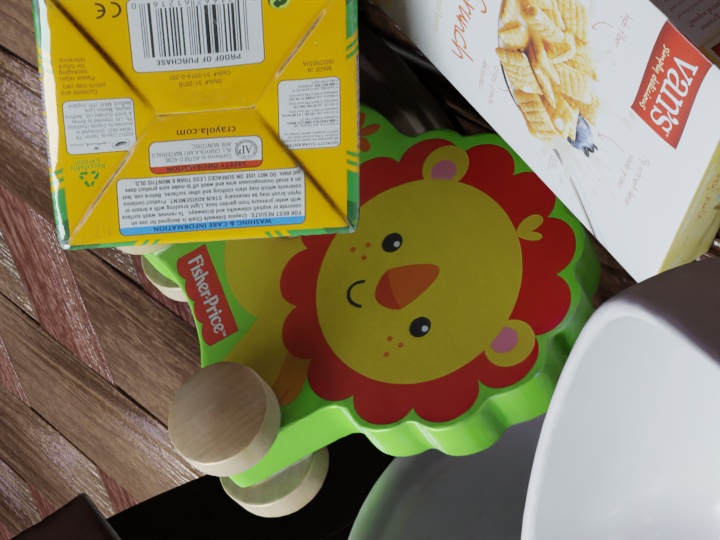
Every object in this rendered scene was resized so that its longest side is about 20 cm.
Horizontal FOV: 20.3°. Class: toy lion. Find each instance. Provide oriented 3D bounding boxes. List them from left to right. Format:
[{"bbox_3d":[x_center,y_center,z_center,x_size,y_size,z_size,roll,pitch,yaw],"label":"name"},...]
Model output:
[{"bbox_3d":[0.000,0.000,0.860,0.069,0.192,0.200,51,-169,-53],"label":"toy lion"}]

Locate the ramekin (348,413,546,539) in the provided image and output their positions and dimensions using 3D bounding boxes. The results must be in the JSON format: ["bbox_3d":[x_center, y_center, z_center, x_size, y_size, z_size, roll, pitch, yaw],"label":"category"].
[{"bbox_3d":[0.099,0.147,0.823,0.200,0.200,0.105,37,159,40],"label":"ramekin"}]

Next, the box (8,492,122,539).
[{"bbox_3d":[-0.182,0.262,1.071,0.164,0.200,0.166,48,155,21],"label":"box"}]

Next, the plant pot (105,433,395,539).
[{"bbox_3d":[0.000,0.192,1.101,0.200,0.177,0.200,11,130,61],"label":"plant pot"}]

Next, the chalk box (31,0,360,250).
[{"bbox_3d":[-0.073,-0.116,0.848,0.200,0.125,0.124,-102,9,-54],"label":"chalk box"}]

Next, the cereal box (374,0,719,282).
[{"bbox_3d":[0.069,-0.102,0.754,0.200,0.039,0.144,49,157,20],"label":"cereal box"}]

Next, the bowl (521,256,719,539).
[{"bbox_3d":[0.137,0.095,0.535,0.200,0.075,0.200,47,157,23],"label":"bowl"}]

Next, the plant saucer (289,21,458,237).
[{"bbox_3d":[0.001,-0.038,0.993,0.200,0.029,0.200,46,156,28],"label":"plant saucer"}]
